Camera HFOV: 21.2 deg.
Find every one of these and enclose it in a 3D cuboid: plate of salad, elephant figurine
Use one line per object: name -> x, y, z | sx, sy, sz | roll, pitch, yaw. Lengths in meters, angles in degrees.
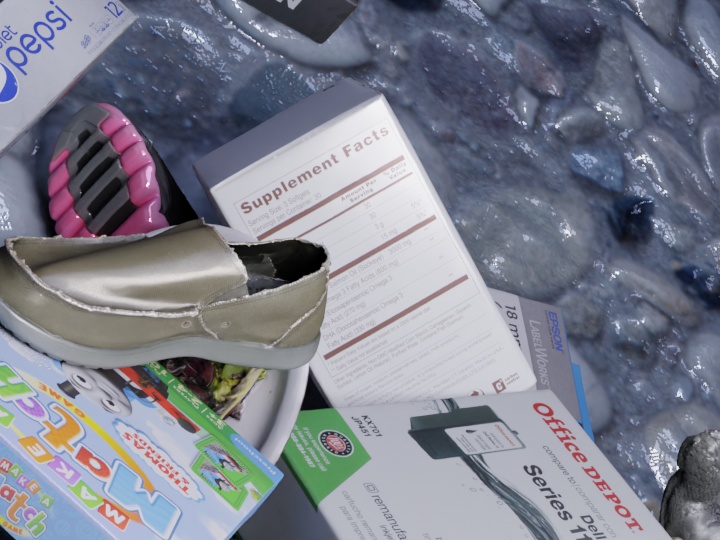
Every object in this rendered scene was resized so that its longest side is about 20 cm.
plate of salad -> -0.119, 0.061, 1.052 | 0.048, 0.200, 0.200 | 40, 33, -52
elephant figurine -> 0.220, 0.212, 1.219 | 0.155, 0.200, 0.142 | 16, 50, -31

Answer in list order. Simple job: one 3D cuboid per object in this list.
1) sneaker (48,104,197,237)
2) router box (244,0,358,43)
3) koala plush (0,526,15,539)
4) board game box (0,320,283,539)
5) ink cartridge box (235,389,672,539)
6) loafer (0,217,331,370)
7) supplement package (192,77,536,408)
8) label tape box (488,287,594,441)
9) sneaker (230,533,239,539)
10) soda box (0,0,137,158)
sneaker -> -0.121, -0.013, 1.198 | 0.200, 0.079, 0.095 | 61, 20, 13
router box -> -0.089, -0.281, 1.438 | 0.200, 0.052, 0.157 | 27, 46, -23
koala plush -> -0.206, 0.129, 0.895 | 0.200, 0.184, 0.177 | 31, 43, 7
board game box -> -0.122, 0.081, 0.889 | 0.151, 0.037, 0.200 | 41, 14, 2
ink cartridge box -> 0.050, 0.145, 1.060 | 0.200, 0.083, 0.147 | -3, 37, -32
loafer -> -0.095, 0.002, 0.934 | 0.200, 0.070, 0.075 | 4, 33, -43
supplement package -> 0.000, 0.000, 1.156 | 0.200, 0.117, 0.117 | 61, -3, -14
label tape box -> 0.105, 0.091, 1.316 | 0.200, 0.063, 0.144 | 15, 52, -32
sneaker -> -0.086, 0.157, 1.098 | 0.091, 0.078, 0.200 | 46, 43, -9
soda box -> -0.223, -0.118, 1.192 | 0.068, 0.063, 0.200 | 43, 42, -8
